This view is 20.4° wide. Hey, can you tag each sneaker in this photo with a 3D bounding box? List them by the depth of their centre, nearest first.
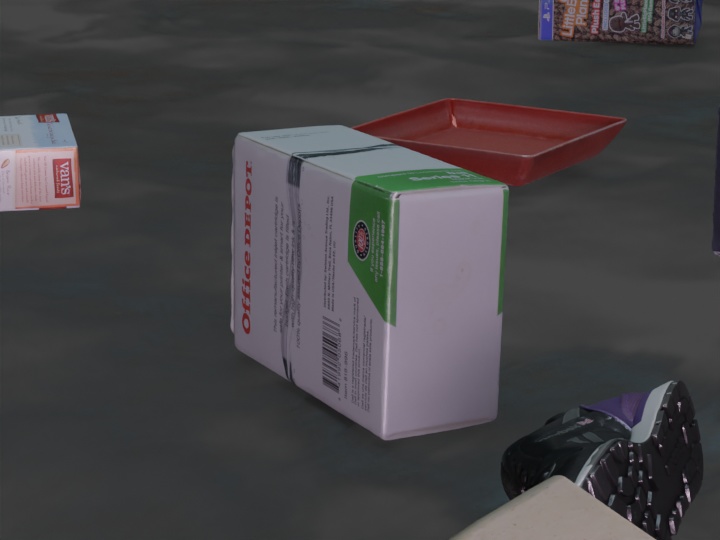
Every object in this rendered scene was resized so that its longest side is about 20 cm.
[{"bbox_3d":[0.105,0.113,0.979,0.087,0.076,0.200,-10,7,24],"label":"sneaker"}]

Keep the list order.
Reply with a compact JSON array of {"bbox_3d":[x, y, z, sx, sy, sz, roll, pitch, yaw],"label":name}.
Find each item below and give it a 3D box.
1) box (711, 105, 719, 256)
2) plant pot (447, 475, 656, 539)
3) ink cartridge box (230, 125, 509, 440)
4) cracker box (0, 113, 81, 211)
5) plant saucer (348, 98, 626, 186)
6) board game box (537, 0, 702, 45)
[{"bbox_3d":[0.402,-0.070,1.513,0.196,0.125,0.199,11,19,40],"label":"box"},{"bbox_3d":[0.031,0.195,0.454,0.176,0.201,0.200,-19,21,-19],"label":"plant pot"},{"bbox_3d":[0.000,0.000,1.208,0.083,0.148,0.200,-7,18,-29],"label":"ink cartridge box"},{"bbox_3d":[-0.341,-0.089,1.698,0.199,0.058,0.134,-4,17,-11],"label":"cracker box"},{"bbox_3d":[0.115,-0.117,1.840,0.199,0.037,0.200,10,19,31],"label":"plant saucer"},{"bbox_3d":[0.337,-0.352,2.573,0.199,0.098,0.159,4,16,13],"label":"board game box"}]
